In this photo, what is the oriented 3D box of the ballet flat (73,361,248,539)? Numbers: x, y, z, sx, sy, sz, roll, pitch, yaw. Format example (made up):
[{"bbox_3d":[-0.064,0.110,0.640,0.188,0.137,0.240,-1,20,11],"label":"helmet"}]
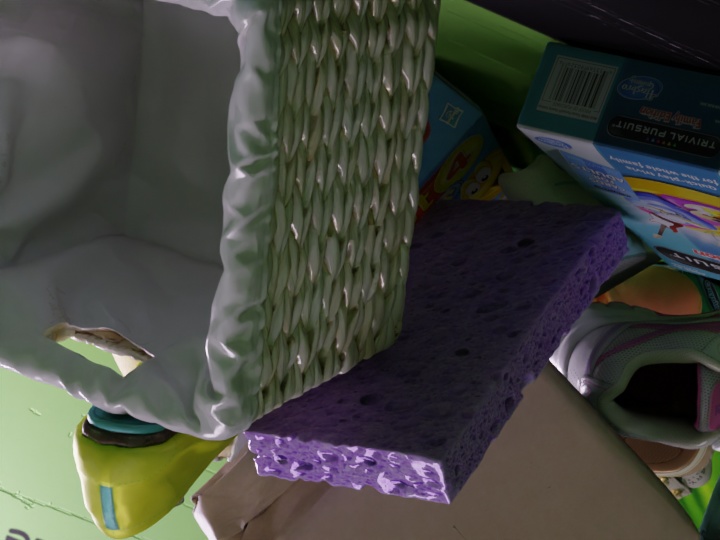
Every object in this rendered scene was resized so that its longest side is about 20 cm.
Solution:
[{"bbox_3d":[-0.080,0.067,1.085,0.067,0.067,0.200,7,-159,18],"label":"ballet flat"}]

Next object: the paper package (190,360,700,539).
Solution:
[{"bbox_3d":[0.047,0.131,1.221,0.200,0.191,0.103,46,175,-27],"label":"paper package"}]

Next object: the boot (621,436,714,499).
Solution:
[{"bbox_3d":[0.185,0.105,1.480,0.155,0.072,0.200,31,172,-38],"label":"boot"}]

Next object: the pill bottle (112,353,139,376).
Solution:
[{"bbox_3d":[-0.097,0.017,1.341,0.114,0.115,0.200,20,159,13],"label":"pill bottle"}]

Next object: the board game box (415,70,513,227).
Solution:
[{"bbox_3d":[0.000,0.000,1.264,0.056,0.200,0.196,41,178,19],"label":"board game box"}]

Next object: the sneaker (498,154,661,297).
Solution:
[{"bbox_3d":[0.127,-0.029,1.268,0.080,0.070,0.200,60,-168,8],"label":"sneaker"}]

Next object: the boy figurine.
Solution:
[{"bbox_3d":[0.113,0.026,1.407,0.199,0.065,0.124,5,172,21],"label":"boy figurine"}]

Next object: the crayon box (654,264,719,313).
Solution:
[{"bbox_3d":[0.191,0.042,1.519,0.119,0.058,0.200,26,170,-26],"label":"crayon box"}]

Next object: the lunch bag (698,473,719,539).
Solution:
[{"bbox_3d":[0.302,0.127,1.253,0.170,0.200,0.122,30,-158,-36],"label":"lunch bag"}]

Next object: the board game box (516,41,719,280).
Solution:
[{"bbox_3d":[0.186,-0.037,1.107,0.151,0.047,0.200,16,169,34],"label":"board game box"}]

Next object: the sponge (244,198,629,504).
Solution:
[{"bbox_3d":[0.040,0.032,1.109,0.111,0.200,0.030,4,127,34],"label":"sponge"}]

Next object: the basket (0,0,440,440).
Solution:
[{"bbox_3d":[-0.085,-0.053,1.041,0.198,0.201,0.161,16,-161,32],"label":"basket"}]

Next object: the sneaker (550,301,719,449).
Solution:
[{"bbox_3d":[0.208,0.060,1.283,0.199,0.082,0.088,-9,-155,0],"label":"sneaker"}]
